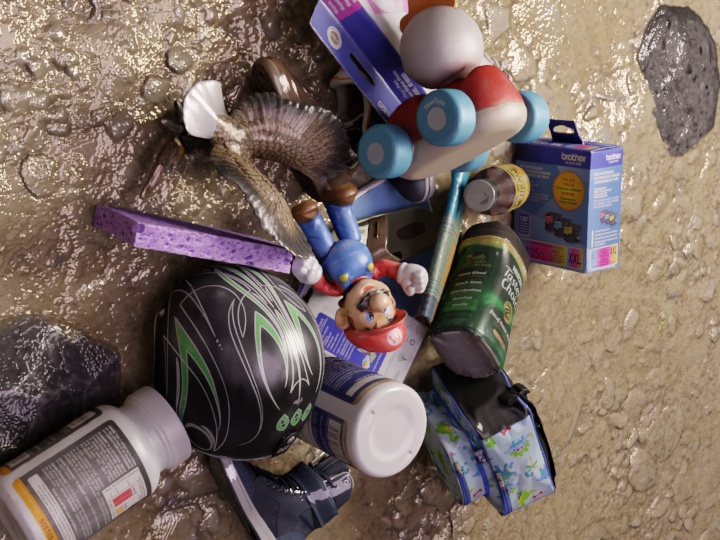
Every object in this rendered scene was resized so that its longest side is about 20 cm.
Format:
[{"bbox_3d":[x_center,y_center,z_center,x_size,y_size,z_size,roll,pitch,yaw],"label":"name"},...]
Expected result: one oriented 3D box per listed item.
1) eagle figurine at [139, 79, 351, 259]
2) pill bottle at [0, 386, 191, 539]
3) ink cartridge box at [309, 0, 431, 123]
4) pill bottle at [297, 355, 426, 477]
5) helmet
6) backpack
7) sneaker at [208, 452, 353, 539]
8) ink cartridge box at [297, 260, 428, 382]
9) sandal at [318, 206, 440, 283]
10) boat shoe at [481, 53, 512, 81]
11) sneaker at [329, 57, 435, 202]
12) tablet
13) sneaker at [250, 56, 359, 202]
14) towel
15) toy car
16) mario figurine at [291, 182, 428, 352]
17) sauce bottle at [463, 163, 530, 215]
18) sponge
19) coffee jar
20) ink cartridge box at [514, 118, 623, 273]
[{"bbox_3d":[-0.117,-0.121,1.298,0.199,0.151,0.152,22,112,3],"label":"eagle figurine"},{"bbox_3d":[-0.289,0.216,1.272,0.200,0.116,0.117,-33,118,-27],"label":"pill bottle"},{"bbox_3d":[0.032,-0.292,1.402,0.196,0.043,0.201,47,42,-35],"label":"ink cartridge box"},{"bbox_3d":[-0.024,0.164,1.410,0.111,0.200,0.112,-10,107,-36],"label":"pill bottle"},{"bbox_3d":[-0.135,0.093,1.322,0.199,0.200,0.192,-12,119,-35],"label":"helmet"},{"bbox_3d":[0.165,0.228,1.590,0.146,0.183,0.201,-28,121,-4],"label":"backpack"},{"bbox_3d":[-0.093,0.252,1.447,0.146,0.077,0.203,-35,130,-14],"label":"sneaker"},{"bbox_3d":[-0.013,0.070,1.493,0.200,0.039,0.100,33,79,-31],"label":"ink cartridge box"},{"bbox_3d":[0.028,-0.036,1.469,0.200,0.057,0.080,-27,97,-34],"label":"sandal"},{"bbox_3d":[0.157,-0.245,1.502,0.200,0.069,0.071,56,39,-53],"label":"boat shoe"},{"bbox_3d":[0.020,-0.163,1.452,0.079,0.078,0.201,-35,108,-33],"label":"sneaker"},{"bbox_3d":[0.051,-0.029,1.546,0.130,0.014,0.201,-31,118,-29],"label":"tablet"},{"bbox_3d":[-0.064,-0.177,1.390,0.075,0.070,0.201,-39,131,-19],"label":"sneaker"},{"bbox_3d":[0.107,-0.031,1.510,0.147,0.022,0.201,50,55,-78],"label":"towel"},{"bbox_3d":[0.086,-0.220,1.344,0.184,0.176,0.201,-9,78,-49],"label":"toy car"},{"bbox_3d":[0.000,0.000,1.364,0.201,0.123,0.106,64,18,1],"label":"mario figurine"},{"bbox_3d":[0.175,-0.102,1.531,0.200,0.066,0.066,-29,123,-70],"label":"sauce bottle"},{"bbox_3d":[-0.183,-0.034,1.301,0.199,0.111,0.030,10,96,-38],"label":"sponge"},{"bbox_3d":[0.162,0.034,1.560,0.104,0.085,0.201,54,42,-37],"label":"coffee jar"},{"bbox_3d":[0.284,-0.108,1.629,0.076,0.136,0.201,-10,106,-41],"label":"ink cartridge box"}]
